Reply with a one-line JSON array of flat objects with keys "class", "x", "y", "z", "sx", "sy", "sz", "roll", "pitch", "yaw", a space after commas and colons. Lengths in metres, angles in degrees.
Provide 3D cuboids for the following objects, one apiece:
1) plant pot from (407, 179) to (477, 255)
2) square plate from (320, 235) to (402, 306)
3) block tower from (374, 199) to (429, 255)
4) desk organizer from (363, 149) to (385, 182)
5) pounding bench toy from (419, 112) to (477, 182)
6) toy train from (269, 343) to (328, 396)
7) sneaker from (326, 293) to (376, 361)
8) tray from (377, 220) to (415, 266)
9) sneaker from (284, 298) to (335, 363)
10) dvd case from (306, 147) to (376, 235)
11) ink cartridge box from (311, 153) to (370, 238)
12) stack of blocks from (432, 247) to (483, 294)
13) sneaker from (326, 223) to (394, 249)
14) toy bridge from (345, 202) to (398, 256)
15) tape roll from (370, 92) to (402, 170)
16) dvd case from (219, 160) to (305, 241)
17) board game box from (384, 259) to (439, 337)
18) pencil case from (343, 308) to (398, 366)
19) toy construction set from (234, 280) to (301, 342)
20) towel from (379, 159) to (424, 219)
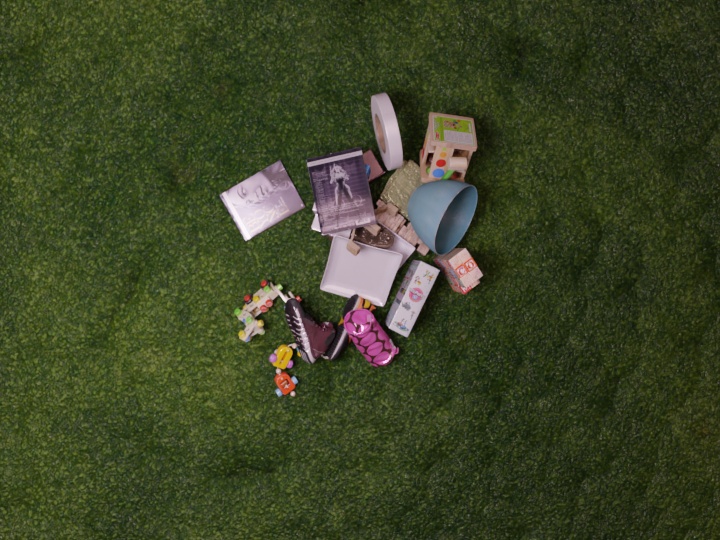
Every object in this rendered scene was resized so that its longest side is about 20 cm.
[{"class": "plant pot", "x": 0.205, "y": -0.162, "z": 1.496, "sx": 0.134, "sy": 0.200, "sz": 0.202, "roll": 32, "pitch": 90, "yaw": 28}, {"class": "square plate", "x": 0.000, "y": 0.000, "z": 1.558, "sx": 0.195, "sy": 0.029, "sz": 0.202, "roll": 16, "pitch": 128, "yaw": -4}, {"class": "block tower", "x": 0.116, "y": -0.121, "z": 1.591, "sx": 0.199, "sy": 0.054, "sz": 0.058, "roll": 37, "pitch": 89, "yaw": -4}, {"class": "desk organizer", "x": -0.036, "y": -0.253, "z": 1.566, "sx": 0.198, "sy": 0.072, "sz": 0.078, "roll": -32, "pitch": 92, "yaw": -2}, {"class": "pounding bench toy", "x": 0.234, "y": -0.295, "z": 1.506, "sx": 0.122, "sy": 0.157, "sz": 0.202, "roll": 6, "pitch": 50, "yaw": -4}, {"class": "toy train", "x": -0.185, "y": 0.257, "z": 1.593, "sx": 0.199, "sy": 0.055, "sz": 0.151, "roll": -40, "pitch": 122, "yaw": -12}, {"class": "sneaker", "x": -0.022, "y": 0.174, "z": 1.584, "sx": 0.089, "sy": 0.070, "sz": 0.203, "roll": 26, "pitch": 87, "yaw": -23}, {"class": "tray", "x": 0.053, "y": -0.092, "z": 1.584, "sx": 0.199, "sy": 0.022, "sz": 0.108, "roll": 35, "pitch": 132, "yaw": -5}, {"class": "sneaker", "x": -0.131, "y": 0.146, "z": 1.525, "sx": 0.115, "sy": 0.075, "sz": 0.203, "roll": -29, "pitch": 120, "yaw": -27}, {"class": "dvd case", "x": -0.050, "y": -0.205, "z": 1.444, "sx": 0.146, "sy": 0.016, "sz": 0.204, "roll": -12, "pitch": 87, "yaw": 2}, {"class": "ink cartridge box", "x": -0.056, "y": -0.196, "z": 1.494, "sx": 0.114, "sy": 0.068, "sz": 0.203, "roll": 17, "pitch": 88, "yaw": 4}, {"class": "stack of blocks", "x": 0.274, "y": 0.001, "z": 1.535, "sx": 0.058, "sy": 0.200, "sz": 0.116, "roll": -35, "pitch": 94, "yaw": -2}, {"class": "sneaker", "x": -0.001, "y": -0.095, "z": 1.561, "sx": 0.197, "sy": 0.076, "sz": 0.071, "roll": 15, "pitch": 67, "yaw": 10}, {"class": "toy bridge", "x": 0.024, "y": -0.124, "z": 1.504, "sx": 0.067, "sy": 0.027, "sz": 0.200, "roll": 36, "pitch": 59, "yaw": 12}, {"class": "tape roll", "x": 0.070, "y": -0.373, "z": 1.503, "sx": 0.036, "sy": 0.203, "sz": 0.206, "roll": -14, "pitch": 94, "yaw": -4}, {"class": "dvd case", "x": -0.277, "y": -0.197, "z": 1.578, "sx": 0.198, "sy": 0.016, "sz": 0.150, "roll": -30, "pitch": 95, "yaw": -2}, {"class": "board game box", "x": 0.141, "y": 0.074, "z": 1.556, "sx": 0.063, "sy": 0.148, "sz": 0.202, "roll": 24, "pitch": 92, "yaw": -4}, {"class": "pencil case", "x": 0.031, "y": 0.184, "z": 1.538, "sx": 0.092, "sy": 0.201, "sz": 0.092, "roll": -7, "pitch": 54, "yaw": 24}, {"class": "toy construction set", "x": -0.262, "y": 0.106, "z": 1.542, "sx": 0.198, "sy": 0.131, "sz": 0.093, "roll": -29, "pitch": 132, "yaw": -11}, {"class": "towel", "x": 0.165, "y": -0.210, "z": 1.590, "sx": 0.199, "sy": 0.036, "sz": 0.149, "roll": 35, "pitch": 81, "yaw": -7}]
